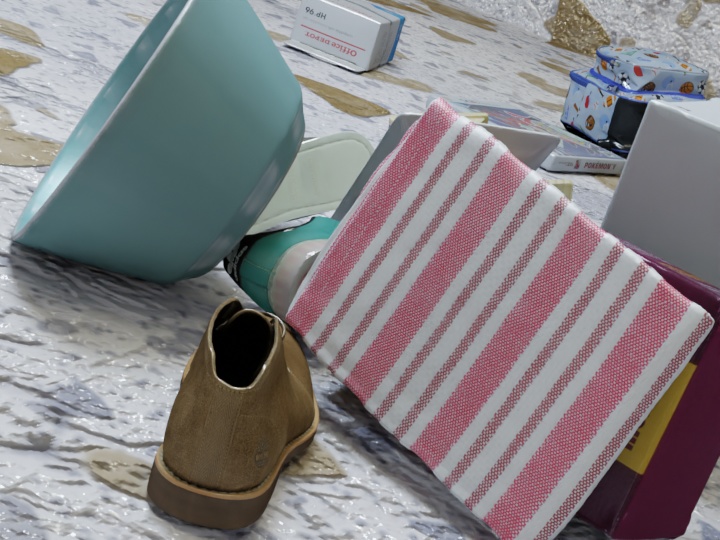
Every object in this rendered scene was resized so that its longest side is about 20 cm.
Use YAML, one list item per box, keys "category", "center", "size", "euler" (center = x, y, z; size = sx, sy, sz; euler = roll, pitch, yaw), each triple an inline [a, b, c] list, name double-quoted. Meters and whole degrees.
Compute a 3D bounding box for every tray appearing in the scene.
- category: "tray"
  center: [0.041, -0.035, 0.874]
  size: [0.106, 0.200, 0.022]
  euler: [7, 62, -17]

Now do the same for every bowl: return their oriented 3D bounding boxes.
- category: "bowl"
  center: [-0.105, -0.072, 0.799]
  size: [0.105, 0.201, 0.201]
  euler: [35, 13, -16]

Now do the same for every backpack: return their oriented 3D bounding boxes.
- category: "backpack"
  center: [0.363, -0.222, 1.830]
  size: [0.198, 0.156, 0.190]
  euler: [7, 11, -29]

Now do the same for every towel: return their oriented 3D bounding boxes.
- category: "towel"
  center: [0.061, 0.024, 0.675]
  size: [0.200, 0.147, 0.030]
  euler: [43, 14, 32]

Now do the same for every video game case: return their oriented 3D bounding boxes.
- category: "video game case"
  center: [0.206, -0.169, 1.684]
  size: [0.199, 0.023, 0.181]
  euler: [32, 21, 33]

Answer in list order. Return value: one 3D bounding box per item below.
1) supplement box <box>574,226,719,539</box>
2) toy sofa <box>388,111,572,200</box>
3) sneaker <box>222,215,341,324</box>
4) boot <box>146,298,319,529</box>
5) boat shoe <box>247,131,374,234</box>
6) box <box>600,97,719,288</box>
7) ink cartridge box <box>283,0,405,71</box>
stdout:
- category: "supplement box"
  center: [0.099, 0.036, 0.725]
  size: [0.199, 0.132, 0.103]
  euler: [29, 8, 33]
- category: "toy sofa"
  center: [0.090, -0.064, 1.123]
  size: [0.096, 0.084, 0.200]
  euler: [-4, 24, -17]
- category: "sneaker"
  center: [0.000, 0.000, 0.852]
  size: [0.079, 0.072, 0.199]
  euler: [26, 12, 39]
- category: "boot"
  center: [-0.050, 0.046, 0.650]
  size: [0.073, 0.076, 0.200]
  euler: [14, 15, -1]
- category: "boat shoe"
  center: [-0.079, -0.062, 0.965]
  size: [0.200, 0.073, 0.060]
  euler: [-9, 3, -38]
- category: "box"
  center: [0.213, 0.005, 0.853]
  size: [0.106, 0.202, 0.152]
  euler: [27, 19, 24]
- category: "ink cartridge box"
  center: [-0.019, -0.323, 1.826]
  size: [0.115, 0.069, 0.200]
  euler: [22, 17, 8]
